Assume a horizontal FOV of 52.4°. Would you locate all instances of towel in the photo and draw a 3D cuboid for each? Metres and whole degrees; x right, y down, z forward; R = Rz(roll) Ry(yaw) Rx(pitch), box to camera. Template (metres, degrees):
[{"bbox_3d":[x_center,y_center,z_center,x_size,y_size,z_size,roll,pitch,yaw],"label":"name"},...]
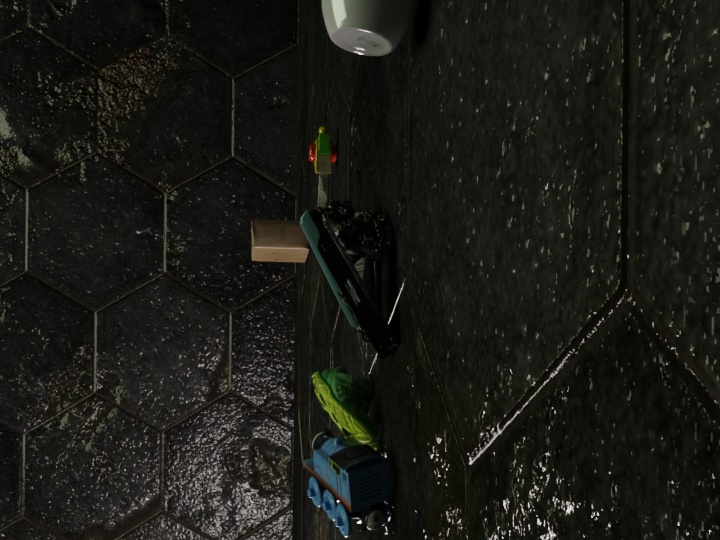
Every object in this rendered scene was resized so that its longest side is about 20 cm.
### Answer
[{"bbox_3d":[0.000,0.000,1.237,0.192,0.034,0.204,180,91,-81],"label":"towel"}]

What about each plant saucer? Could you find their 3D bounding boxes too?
[{"bbox_3d":[-0.047,0.001,1.155,0.202,0.019,0.070,64,172,1],"label":"plant saucer"}]

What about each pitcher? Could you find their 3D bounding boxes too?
[{"bbox_3d":[0.030,-0.372,0.863,0.171,0.120,0.204,3,82,66],"label":"pitcher"}]

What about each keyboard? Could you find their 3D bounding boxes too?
[{"bbox_3d":[0.001,0.028,1.060,0.202,0.039,0.104,61,156,13],"label":"keyboard"}]

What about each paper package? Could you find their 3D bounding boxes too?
[{"bbox_3d":[-0.280,-0.101,2.534,0.191,0.196,0.105,124,145,-73],"label":"paper package"}]

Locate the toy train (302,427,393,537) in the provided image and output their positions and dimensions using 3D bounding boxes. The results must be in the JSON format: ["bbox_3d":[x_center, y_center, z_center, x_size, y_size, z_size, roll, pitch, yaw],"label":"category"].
[{"bbox_3d":[-0.021,0.307,1.085,0.199,0.085,0.116,-165,69,-64],"label":"toy train"}]

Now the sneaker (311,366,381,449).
[{"bbox_3d":[-0.015,0.211,1.182,0.200,0.083,0.075,45,156,53],"label":"sneaker"}]

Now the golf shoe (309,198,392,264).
[{"bbox_3d":[-0.005,-0.043,1.117,0.200,0.077,0.096,37,144,57],"label":"golf shoe"}]

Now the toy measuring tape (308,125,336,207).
[{"bbox_3d":[-0.091,-0.241,1.744,0.074,0.072,0.204,-146,58,-79],"label":"toy measuring tape"}]
